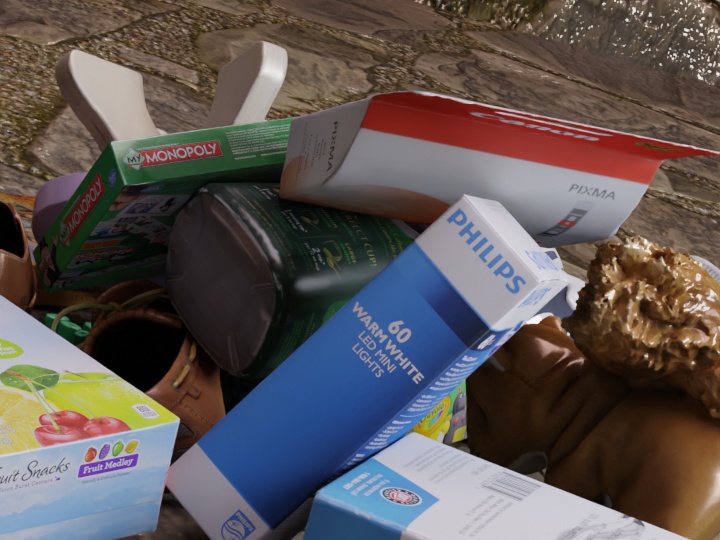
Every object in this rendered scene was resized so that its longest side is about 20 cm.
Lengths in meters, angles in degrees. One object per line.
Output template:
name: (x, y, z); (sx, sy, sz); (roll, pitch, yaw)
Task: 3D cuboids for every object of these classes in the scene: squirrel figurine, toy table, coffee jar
squirrel figurine: (0.144, 0.069, 1.386); (0.141, 0.200, 0.187); (-10, 40, -47)
toy table: (-0.105, -0.053, 1.598); (0.184, 0.117, 0.200); (-20, -35, 38)
coffee jar: (0.000, 0.000, 1.419); (0.200, 0.085, 0.104); (-5, 42, -39)

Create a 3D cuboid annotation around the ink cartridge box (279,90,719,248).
ink cartridge box: (0.065, -0.047, 1.299); (0.162, 0.050, 0.200); (10, -2, -18)

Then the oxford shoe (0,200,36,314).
oxford shoe: (-0.210, -0.011, 1.469); (0.071, 0.071, 0.200); (11, 13, -16)

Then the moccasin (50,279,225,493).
moccasin: (-0.120, 0.048, 1.406); (0.074, 0.078, 0.201); (-26, 23, 5)

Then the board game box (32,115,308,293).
board game box: (-0.068, -0.041, 1.449); (0.200, 0.135, 0.029); (-9, 70, -31)

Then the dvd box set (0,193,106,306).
dvd box set: (-0.216, -0.015, 1.667); (0.200, 0.029, 0.146); (4, 18, -42)

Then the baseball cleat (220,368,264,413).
baseball cleat: (-0.049, 0.079, 1.444); (0.106, 0.070, 0.200); (-16, 26, 10)

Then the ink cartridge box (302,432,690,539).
ink cartridge box: (0.082, 0.158, 1.207); (0.200, 0.084, 0.145); (20, 13, 16)

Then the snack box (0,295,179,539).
snack box: (-0.214, 0.064, 1.227); (0.200, 0.068, 0.169); (29, 25, 37)

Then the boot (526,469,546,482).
boot: (0.184, 0.115, 1.519); (0.090, 0.073, 0.200); (-4, 23, -43)

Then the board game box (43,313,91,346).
board game box: (-0.254, 0.036, 1.431); (0.200, 0.026, 0.200); (17, 14, 3)

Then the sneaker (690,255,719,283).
sneaker: (0.244, 0.090, 1.569); (0.200, 0.081, 0.146); (52, -6, 41)

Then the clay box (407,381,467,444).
clay box: (0.015, 0.064, 1.581); (0.115, 0.048, 0.200); (22, 14, 25)

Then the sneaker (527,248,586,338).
sneaker: (0.058, 0.003, 1.601); (0.130, 0.080, 0.199); (18, 19, -37)

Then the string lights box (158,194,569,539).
string lights box: (0.005, 0.053, 1.263); (0.059, 0.200, 0.103); (48, 8, 9)
